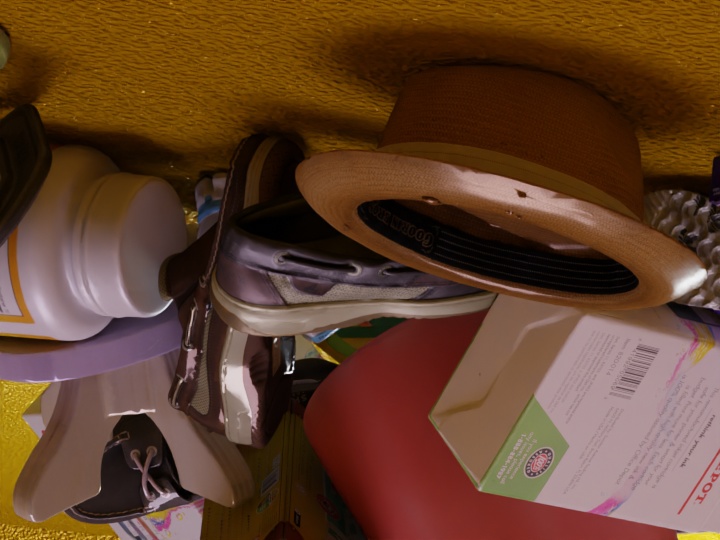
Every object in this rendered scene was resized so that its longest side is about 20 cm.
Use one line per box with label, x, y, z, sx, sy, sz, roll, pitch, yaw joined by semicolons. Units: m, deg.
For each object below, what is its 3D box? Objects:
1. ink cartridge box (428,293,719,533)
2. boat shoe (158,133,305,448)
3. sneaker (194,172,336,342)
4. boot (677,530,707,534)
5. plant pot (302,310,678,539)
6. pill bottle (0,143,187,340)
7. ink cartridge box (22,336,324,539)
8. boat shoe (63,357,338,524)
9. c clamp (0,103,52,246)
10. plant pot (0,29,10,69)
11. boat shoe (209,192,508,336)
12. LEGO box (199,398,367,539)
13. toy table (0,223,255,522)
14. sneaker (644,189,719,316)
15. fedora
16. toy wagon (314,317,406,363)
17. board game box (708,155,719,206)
ink cartridge box;0.150;0.067;1.564;0.199;0.117;0.067;14;-155;-36
boat shoe;-0.076;0.010;1.598;0.075;0.075;0.203;17;128;14
sneaker;0.000;0.000;1.659;0.199;0.087;0.075;4;166;16
boot;0.178;0.085;1.785;0.199;0.147;0.070;1;169;39
plant pot;0.089;0.128;1.690;0.200;0.178;0.201;-18;155;-9
pill bottle;-0.201;-0.018;1.661;0.199;0.110;0.109;4;168;26
ink cartridge box;-0.094;0.118;1.967;0.200;0.145;0.145;53;152;-15
boat shoe;-0.095;0.106;1.840;0.199;0.067;0.057;-22;-167;-9
c clamp;-0.215;-0.008;1.512;0.027;0.171;0.200;35;-167;-17
plant pot;-0.281;-0.038;1.423;0.200;0.185;0.200;8;169;1
boat shoe;0.021;-0.018;1.513;0.200;0.072;0.066;-12;140;-17
LEGO box;-0.018;0.184;1.740;0.149;0.077;0.200;44;-165;-15
toy table;-0.130;0.061;1.744;0.199;0.118;0.184;-19;-154;-27
sneaker;0.236;0.015;1.512;0.200;0.070;0.099;33;-167;29
fedora;0.071;-0.045;1.382;0.200;0.082;0.201;13;167;3
toy wagon;0.049;0.030;1.792;0.200;0.040;0.155;-1;151;42
board game box;0.263;-0.043;1.384;0.120;0.032;0.200;9;170;-22
